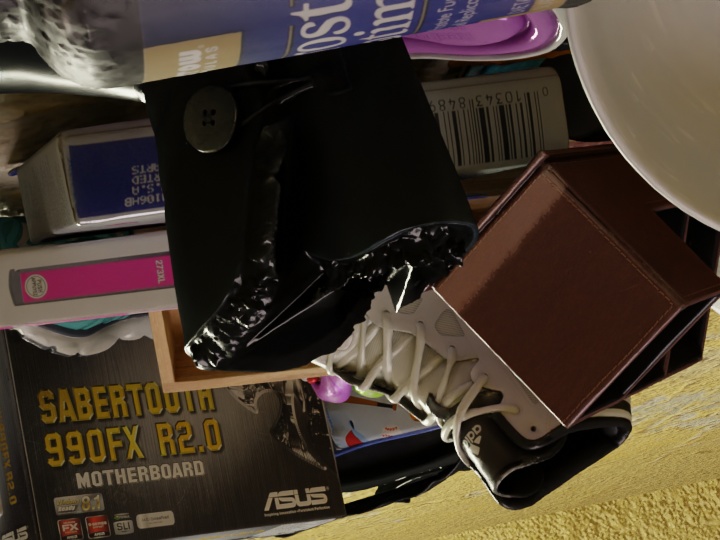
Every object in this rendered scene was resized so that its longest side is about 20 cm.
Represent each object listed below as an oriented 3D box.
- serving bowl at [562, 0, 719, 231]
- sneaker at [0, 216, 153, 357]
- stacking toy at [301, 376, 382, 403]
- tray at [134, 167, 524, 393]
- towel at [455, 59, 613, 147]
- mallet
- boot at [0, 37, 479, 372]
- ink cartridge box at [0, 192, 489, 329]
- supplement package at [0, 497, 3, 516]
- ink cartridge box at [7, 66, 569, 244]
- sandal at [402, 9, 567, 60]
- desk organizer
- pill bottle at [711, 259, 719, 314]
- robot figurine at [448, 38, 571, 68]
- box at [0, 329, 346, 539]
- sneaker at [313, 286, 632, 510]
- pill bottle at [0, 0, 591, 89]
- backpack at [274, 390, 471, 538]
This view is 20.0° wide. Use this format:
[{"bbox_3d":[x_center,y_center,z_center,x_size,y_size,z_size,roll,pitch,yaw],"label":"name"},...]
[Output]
[{"bbox_3d":[0.161,-0.108,0.653,0.200,0.201,0.066,-15,-157,7],"label":"serving bowl"},{"bbox_3d":[-0.114,-0.010,1.001,0.080,0.078,0.200,-44,157,29],"label":"sneaker"},{"bbox_3d":[0.001,0.026,1.037,0.199,0.110,0.116,-14,175,-13],"label":"stacking toy"},{"bbox_3d":[0.000,0.000,0.954,0.199,0.037,0.099,-7,130,-1],"label":"tray"},{"bbox_3d":[0.107,-0.084,0.972,0.146,0.022,0.200,-9,166,-13],"label":"towel"},{"bbox_3d":[0.164,-0.074,0.812,0.200,0.041,0.066,0,-175,33],"label":"mallet"},{"bbox_3d":[-0.066,-0.046,0.650,0.200,0.169,0.076,-20,163,28],"label":"boot"},{"bbox_3d":[-0.051,-0.005,0.824,0.199,0.037,0.095,-9,-179,13],"label":"ink cartridge box"},{"bbox_3d":[-0.251,0.072,0.975,0.111,0.156,0.200,-9,165,-20],"label":"supplement package"},{"bbox_3d":[-0.039,-0.044,0.848,0.196,0.043,0.200,-9,180,-15],"label":"ink cartridge box"},{"bbox_3d":[-0.022,-0.081,0.709,0.202,0.050,0.082,-5,150,37],"label":"sandal"},{"bbox_3d":[0.108,0.000,0.825,0.072,0.077,0.200,-49,166,20],"label":"desk organizer"},{"bbox_3d":[0.254,-0.057,0.995,0.200,0.114,0.114,-19,168,-16],"label":"pill bottle"},{"bbox_3d":[0.128,-0.125,0.748,0.199,0.058,0.145,-12,167,-4],"label":"robot figurine"},{"bbox_3d":[-0.111,0.071,1.100,0.200,0.159,0.048,-1,164,-40],"label":"box"},{"bbox_3d":[0.031,0.038,0.886,0.200,0.116,0.076,9,128,-16],"label":"sneaker"},{"bbox_3d":[-0.037,-0.110,0.540,0.199,0.112,0.112,-12,166,-8],"label":"pill bottle"},{"bbox_3d":[0.027,0.070,1.246,0.190,0.155,0.200,-12,175,32],"label":"backpack"}]
